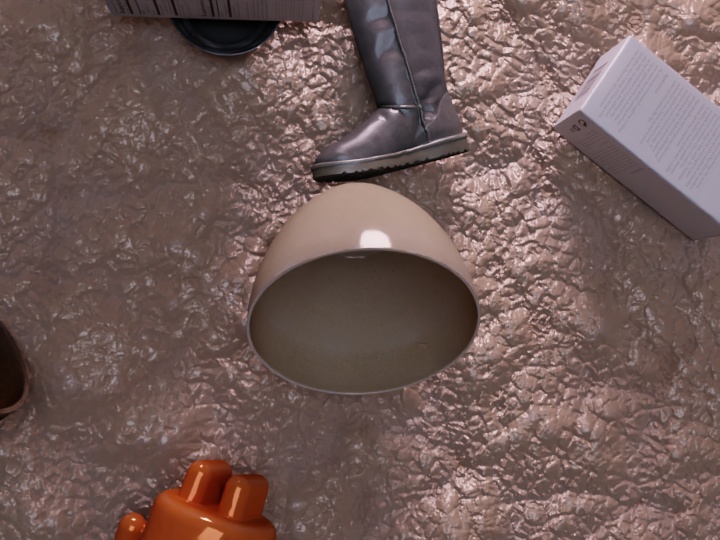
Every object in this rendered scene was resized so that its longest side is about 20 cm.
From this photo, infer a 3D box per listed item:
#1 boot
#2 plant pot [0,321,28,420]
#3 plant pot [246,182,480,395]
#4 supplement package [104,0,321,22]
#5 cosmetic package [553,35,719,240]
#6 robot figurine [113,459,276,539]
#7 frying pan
[{"bbox_3d":[0.013,-0.196,0.792,0.181,0.072,0.202,-16,95,-24],"label":"boot"},{"bbox_3d":[-0.412,0.105,0.653,0.200,0.187,0.187,-40,93,1],"label":"plant pot"},{"bbox_3d":[0.000,0.000,0.730,0.198,0.201,0.135,4,48,-9],"label":"plant pot"},{"bbox_3d":[-0.133,-0.300,0.728,0.198,0.110,0.115,1,83,-6],"label":"supplement package"},{"bbox_3d":[0.312,-0.132,0.835,0.199,0.071,0.102,38,80,-5],"label":"cosmetic package"},{"bbox_3d":[-0.145,0.269,0.706,0.143,0.116,0.202,21,81,-22],"label":"robot figurine"},{"bbox_3d":[-0.121,-0.299,0.797,0.114,0.031,0.192,18,80,-6],"label":"frying pan"}]
